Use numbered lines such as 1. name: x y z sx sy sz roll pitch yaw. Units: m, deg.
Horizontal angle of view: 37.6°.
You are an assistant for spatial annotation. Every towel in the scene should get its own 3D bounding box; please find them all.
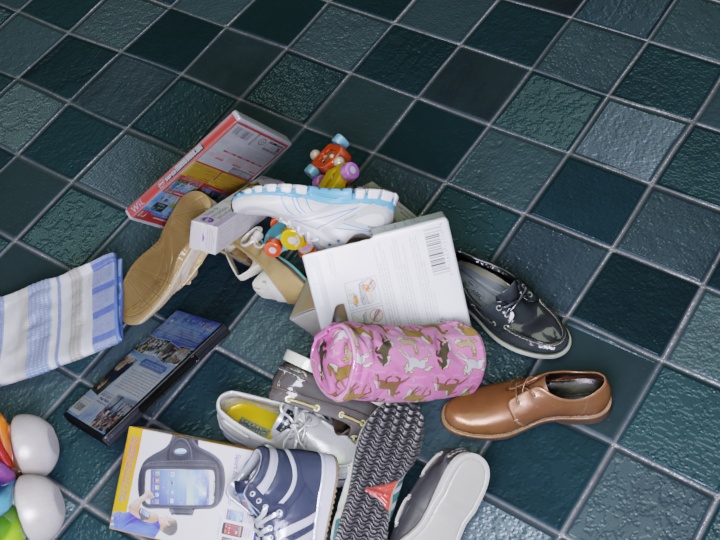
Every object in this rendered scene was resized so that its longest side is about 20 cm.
1. towel: -0.401 0.064 1.387 0.200 0.024 0.147 -20 53 12

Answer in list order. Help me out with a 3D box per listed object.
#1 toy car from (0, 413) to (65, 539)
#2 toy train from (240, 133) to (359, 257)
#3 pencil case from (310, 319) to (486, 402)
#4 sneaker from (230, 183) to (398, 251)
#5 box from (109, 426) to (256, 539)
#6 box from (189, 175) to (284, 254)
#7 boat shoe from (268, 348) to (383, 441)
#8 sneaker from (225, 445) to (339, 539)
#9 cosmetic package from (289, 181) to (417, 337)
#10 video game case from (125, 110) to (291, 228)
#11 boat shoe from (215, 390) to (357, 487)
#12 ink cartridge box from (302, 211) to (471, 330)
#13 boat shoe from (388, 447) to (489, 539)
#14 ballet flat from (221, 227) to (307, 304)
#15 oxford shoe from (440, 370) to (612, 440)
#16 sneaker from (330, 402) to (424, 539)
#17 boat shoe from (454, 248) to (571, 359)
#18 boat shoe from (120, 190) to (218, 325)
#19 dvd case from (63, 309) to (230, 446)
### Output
1. toy car: -0.444 0.240 1.211 0.175 0.150 0.200 -17 53 -3
2. toy train: -0.060 -0.086 1.364 0.200 0.056 0.150 -50 24 -11
3. pencil case: 0.043 0.098 1.157 0.200 0.083 0.087 2 25 -38
4. sneaker: -0.055 -0.058 1.253 0.200 0.075 0.087 3 90 -4
5. box: -0.178 0.251 1.194 0.200 0.041 0.119 7 82 18
6. box: -0.159 -0.076 1.392 0.039 0.042 0.200 15 27 16
7. boat shoe: -0.016 0.157 1.197 0.061 0.201 0.072 -62 28 -8
8. sneaker: -0.093 0.284 1.120 0.108 0.070 0.200 18 70 -24
9. cosmetic package: 0.000 0.000 1.330 0.071 0.105 0.200 -24 37 49
10. video game case: -0.198 -0.124 1.398 0.200 0.143 0.017 -40 70 14
11. boat shoe: -0.080 0.184 1.227 0.202 0.086 0.075 20 60 21
12. ink cartridge box: 0.038 0.048 1.249 0.173 0.200 0.044 -14 15 0
13. boat shoe: 0.066 0.281 1.145 0.200 0.074 0.060 -61 24 -12
14. ballet flat: -0.126 0.002 1.391 0.063 0.069 0.200 -40 47 -9
15. oxford shoe: 0.189 0.145 1.220 0.200 0.071 0.071 -11 54 4
16. sneaker: 0.010 0.236 1.160 0.070 0.093 0.200 22 68 -7
17. boat shoe: 0.175 0.034 1.306 0.074 0.066 0.199 -37 56 -18
18. boat shoe: -0.244 -0.009 1.400 0.074 0.069 0.200 39 96 28
19. dvd case: -0.264 0.127 1.302 0.200 0.018 0.143 -44 27 -22
